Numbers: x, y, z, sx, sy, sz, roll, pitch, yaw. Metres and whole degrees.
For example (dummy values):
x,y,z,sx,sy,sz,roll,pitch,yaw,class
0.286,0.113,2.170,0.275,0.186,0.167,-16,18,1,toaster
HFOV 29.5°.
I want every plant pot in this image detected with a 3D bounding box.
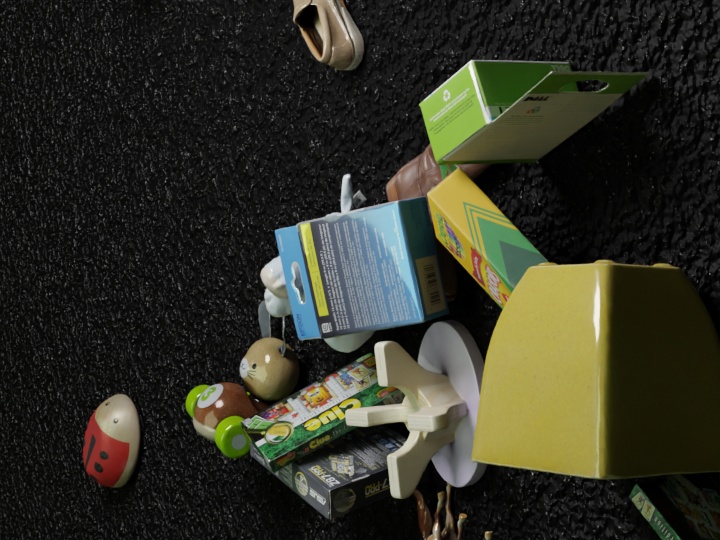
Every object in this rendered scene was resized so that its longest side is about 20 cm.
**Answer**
x,y,z,sx,sy,sz,roll,pitch,yaw,class
0.240,0.094,1.358,0.193,0.193,0.203,-3,86,55,plant pot

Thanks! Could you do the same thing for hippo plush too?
x,y,z,sx,sy,sz,roll,pitch,yaw,class
-0.014,0.020,1.786,0.200,0.159,0.161,-46,69,-2,hippo plush

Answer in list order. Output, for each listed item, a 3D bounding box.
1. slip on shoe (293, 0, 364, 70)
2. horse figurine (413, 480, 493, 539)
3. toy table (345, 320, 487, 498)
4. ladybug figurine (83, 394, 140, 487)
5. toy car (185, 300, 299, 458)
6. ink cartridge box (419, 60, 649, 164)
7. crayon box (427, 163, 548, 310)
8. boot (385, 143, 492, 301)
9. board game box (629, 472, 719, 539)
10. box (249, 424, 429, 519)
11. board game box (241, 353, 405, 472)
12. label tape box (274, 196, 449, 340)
x,y,z,sx,sy,sz,roll,pitch,yaw,class
-0.063,-0.349,1.832,0.076,0.060,0.202,-53,53,45,slip on shoe
0.110,0.343,1.678,0.200,0.049,0.135,-135,49,-62,horse figurine
0.076,0.170,1.663,0.183,0.116,0.203,-24,76,54,toy table
-0.459,0.317,2.500,0.136,0.071,0.202,49,133,39,ladybug figurine
-0.150,0.151,1.976,0.164,0.156,0.203,31,109,61,toy car
0.180,-0.187,1.431,0.200,0.146,0.077,-37,64,50,ink cartridge box
0.138,-0.028,1.505,0.200,0.051,0.127,49,173,21,crayon box
0.116,-0.088,1.620,0.200,0.064,0.188,-44,62,44,boot
0.350,0.274,1.292,0.201,0.104,0.024,55,132,36,board game box
-0.029,0.238,1.785,0.199,0.160,0.050,27,124,49,box
-0.047,0.181,1.766,0.105,0.198,0.024,42,155,53,board game box
0.000,0.000,1.655,0.198,0.066,0.146,-11,93,40,label tape box
